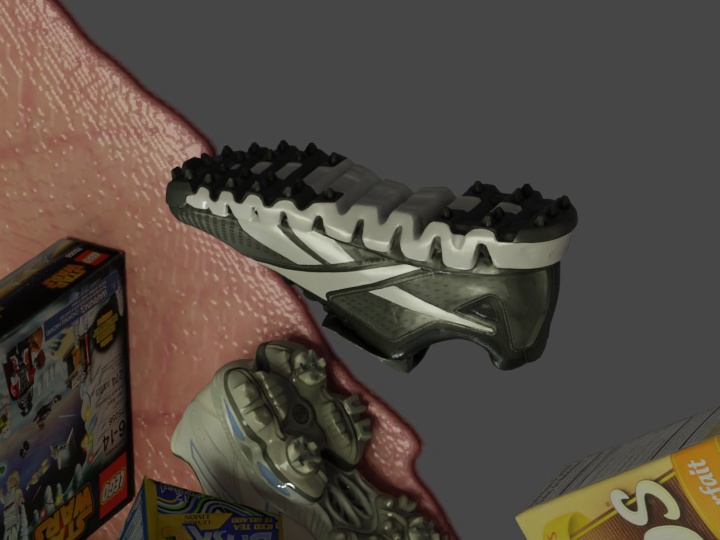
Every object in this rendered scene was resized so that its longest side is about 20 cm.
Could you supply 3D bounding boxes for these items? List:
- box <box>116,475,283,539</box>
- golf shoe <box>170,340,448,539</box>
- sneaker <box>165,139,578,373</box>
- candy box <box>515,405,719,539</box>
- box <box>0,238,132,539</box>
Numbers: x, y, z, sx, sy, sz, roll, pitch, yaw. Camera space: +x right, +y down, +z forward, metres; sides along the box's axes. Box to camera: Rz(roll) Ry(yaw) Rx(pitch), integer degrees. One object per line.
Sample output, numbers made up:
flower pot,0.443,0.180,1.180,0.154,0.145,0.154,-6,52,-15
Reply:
box,-0.100,0.194,1.348,0.070,0.064,0.201,17,122,-16
golf shoe,-0.017,0.134,1.381,0.097,0.078,0.201,-33,83,44
sneaker,0.000,0.000,1.304,0.199,0.066,0.091,11,115,26
candy box,0.176,0.113,1.252,0.199,0.055,0.116,-25,97,37
box,-0.174,0.087,1.370,0.040,0.200,0.138,13,119,25
